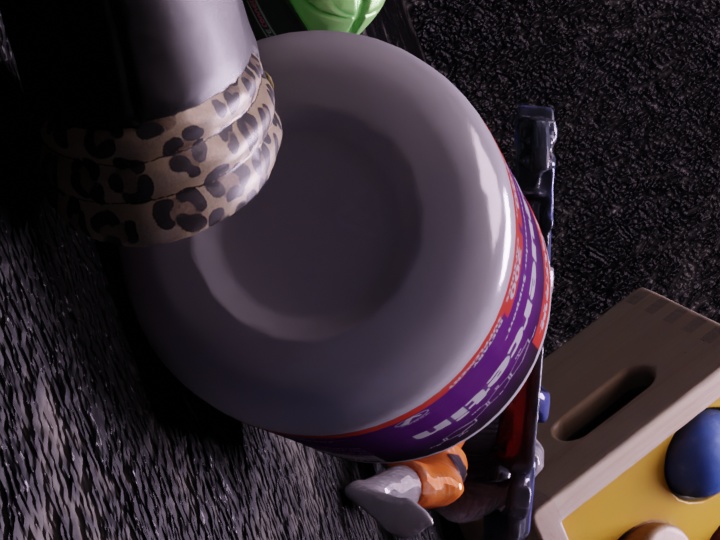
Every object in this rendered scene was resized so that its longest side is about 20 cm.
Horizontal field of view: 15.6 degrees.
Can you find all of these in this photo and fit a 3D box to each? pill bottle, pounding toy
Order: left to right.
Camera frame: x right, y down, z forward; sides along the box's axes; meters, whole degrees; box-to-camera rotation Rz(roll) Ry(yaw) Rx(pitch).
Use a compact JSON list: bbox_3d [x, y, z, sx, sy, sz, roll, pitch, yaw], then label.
[{"bbox_3d":[0.000,0.000,0.807,0.200,0.112,0.113,38,32,-79],"label":"pill bottle"},{"bbox_3d":[0.144,0.155,1.387,0.142,0.199,0.185,28,-32,53],"label":"pounding toy"}]

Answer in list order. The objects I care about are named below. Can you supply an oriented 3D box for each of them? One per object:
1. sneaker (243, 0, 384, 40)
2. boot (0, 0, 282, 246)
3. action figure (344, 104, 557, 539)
[{"bbox_3d":[-0.066,-0.152,0.991,0.076,0.084,0.201,-6,55,-42],"label":"sneaker"},{"bbox_3d":[-0.066,-0.105,0.680,0.200,0.073,0.152,-109,-173,-69],"label":"boot"},{"bbox_3d":[0.031,0.024,1.106,0.193,0.104,0.202,63,32,-84],"label":"action figure"}]
